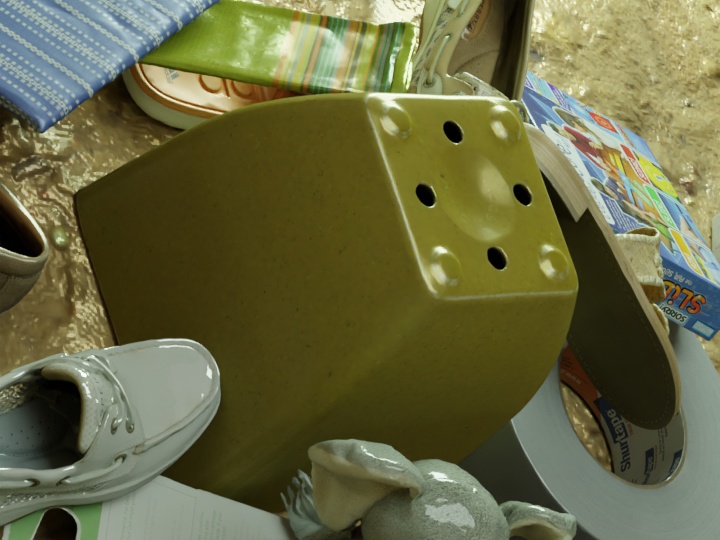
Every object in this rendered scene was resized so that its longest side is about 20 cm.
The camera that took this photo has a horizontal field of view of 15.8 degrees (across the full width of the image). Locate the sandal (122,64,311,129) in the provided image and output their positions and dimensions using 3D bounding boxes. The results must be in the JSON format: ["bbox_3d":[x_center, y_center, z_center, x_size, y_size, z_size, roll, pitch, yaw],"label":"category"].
[{"bbox_3d":[-0.044,-0.112,1.522,0.206,0.059,0.080,2,64,-43],"label":"sandal"}]

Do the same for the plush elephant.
[{"bbox_3d":[0.020,0.160,1.257,0.164,0.155,0.201,13,55,-29],"label":"plush elephant"}]

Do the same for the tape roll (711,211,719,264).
[{"bbox_3d":[0.327,0.018,1.807,0.202,0.037,0.204,23,52,-32],"label":"tape roll"}]

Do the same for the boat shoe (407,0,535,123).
[{"bbox_3d":[0.068,-0.119,1.595,0.073,0.063,0.201,31,47,-29],"label":"boat shoe"}]

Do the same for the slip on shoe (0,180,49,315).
[{"bbox_3d":[-0.234,-0.063,1.313,0.200,0.061,0.076,54,42,-3],"label":"slip on shoe"}]

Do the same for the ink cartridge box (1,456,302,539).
[{"bbox_3d":[-0.097,0.177,1.303,0.199,0.048,0.146,21,51,-20],"label":"ink cartridge box"}]

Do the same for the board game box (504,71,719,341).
[{"bbox_3d":[0.148,-0.049,1.620,0.135,0.035,0.200,28,22,-28],"label":"board game box"}]

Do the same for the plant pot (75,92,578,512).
[{"bbox_3d":[0.000,0.000,1.390,0.194,0.200,0.196,-2,65,-43],"label":"plant pot"}]

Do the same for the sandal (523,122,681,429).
[{"bbox_3d":[0.145,-0.010,1.482,0.070,0.077,0.212,-48,120,-30],"label":"sandal"}]

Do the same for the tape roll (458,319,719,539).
[{"bbox_3d":[0.136,0.093,1.559,0.200,0.066,0.201,24,50,-31],"label":"tape roll"}]

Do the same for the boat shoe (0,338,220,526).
[{"bbox_3d":[-0.140,0.074,1.260,0.200,0.069,0.071,-24,72,-38],"label":"boat shoe"}]

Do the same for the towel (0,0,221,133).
[{"bbox_3d":[-0.172,-0.154,1.420,0.144,0.024,0.200,33,42,12],"label":"towel"}]

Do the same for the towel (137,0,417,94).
[{"bbox_3d":[-0.069,-0.130,1.450,0.199,0.018,0.086,9,30,0],"label":"towel"}]
